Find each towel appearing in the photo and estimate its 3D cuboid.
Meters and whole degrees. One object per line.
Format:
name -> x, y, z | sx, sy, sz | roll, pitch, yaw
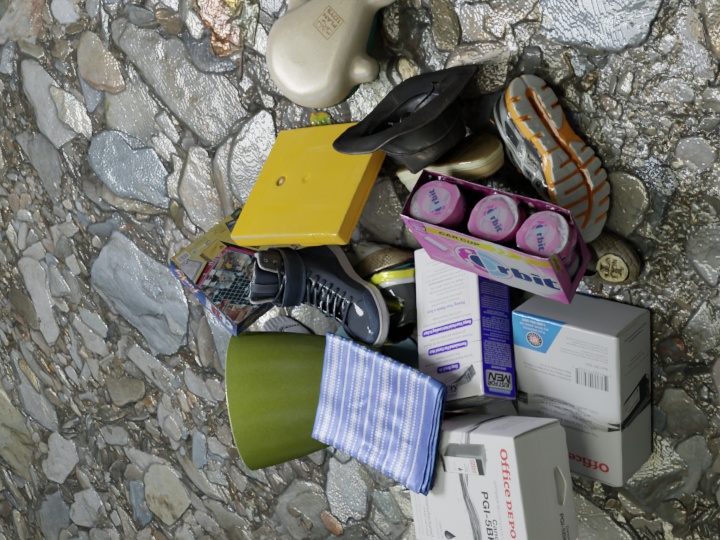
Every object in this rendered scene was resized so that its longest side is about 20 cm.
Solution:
towel -> 0.019, 0.173, 1.497 | 0.199, 0.024, 0.146 | 21, 110, 39

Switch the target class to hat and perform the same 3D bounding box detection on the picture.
hat -> 0.069, -0.162, 1.437 | 0.200, 0.201, 0.081 | -14, 118, 45

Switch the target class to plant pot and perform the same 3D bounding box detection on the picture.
plant pot -> -0.060, 0.161, 1.647 | 0.198, 0.187, 0.189 | -8, 109, 9

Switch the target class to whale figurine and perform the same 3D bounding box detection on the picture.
whale figurine -> -0.024, -0.293, 1.520 | 0.159, 0.104, 0.200 | 46, 111, 15

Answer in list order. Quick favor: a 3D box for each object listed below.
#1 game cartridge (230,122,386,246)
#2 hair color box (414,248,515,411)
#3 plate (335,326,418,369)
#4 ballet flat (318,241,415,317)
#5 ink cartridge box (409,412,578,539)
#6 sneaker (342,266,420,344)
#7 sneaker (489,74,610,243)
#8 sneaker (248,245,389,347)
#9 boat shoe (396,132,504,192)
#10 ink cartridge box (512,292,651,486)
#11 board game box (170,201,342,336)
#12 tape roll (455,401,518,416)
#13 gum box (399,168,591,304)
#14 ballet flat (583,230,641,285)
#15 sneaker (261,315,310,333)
game cartridge -> -0.061, -0.110, 1.591 | 0.199, 0.177, 0.032 | 2, 149, 42
hair color box -> 0.127, 0.064, 1.511 | 0.109, 0.064, 0.202 | -18, 66, 46
plate -> 0.026, 0.162, 1.746 | 0.199, 0.025, 0.202 | 20, 123, 34
ballet flat -> 0.000, 0.000, 1.659 | 0.199, 0.070, 0.066 | -32, 72, 43
ink cartridge box -> 0.148, 0.250, 1.454 | 0.199, 0.082, 0.148 | -5, 94, 52
sneaker -> 0.024, 0.064, 1.620 | 0.200, 0.074, 0.085 | 128, 135, -62
sneaker -> 0.214, -0.122, 1.398 | 0.201, 0.078, 0.077 | 64, 152, -1
sneaker -> -0.061, 0.035, 1.561 | 0.202, 0.145, 0.078 | 48, 131, 48
boat shoe -> 0.117, -0.115, 1.472 | 0.067, 0.074, 0.200 | 57, 160, -14
ink cartridge box -> 0.265, 0.137, 1.469 | 0.144, 0.084, 0.202 | 14, 121, 38
board game box -> -0.140, -0.020, 1.677 | 0.135, 0.200, 0.035 | 43, 153, 17
tape roll -> 0.161, 0.227, 1.583 | 0.203, 0.037, 0.205 | 165, 90, -73
gum box -> 0.158, -0.037, 1.388 | 0.199, 0.067, 0.114 | 19, 163, 29
ballet flat -> 0.233, -0.028, 1.440 | 0.199, 0.046, 0.068 | 26, 127, 31
sneaker -> -0.089, 0.168, 1.815 | 0.200, 0.075, 0.115 | 51, 149, 28
